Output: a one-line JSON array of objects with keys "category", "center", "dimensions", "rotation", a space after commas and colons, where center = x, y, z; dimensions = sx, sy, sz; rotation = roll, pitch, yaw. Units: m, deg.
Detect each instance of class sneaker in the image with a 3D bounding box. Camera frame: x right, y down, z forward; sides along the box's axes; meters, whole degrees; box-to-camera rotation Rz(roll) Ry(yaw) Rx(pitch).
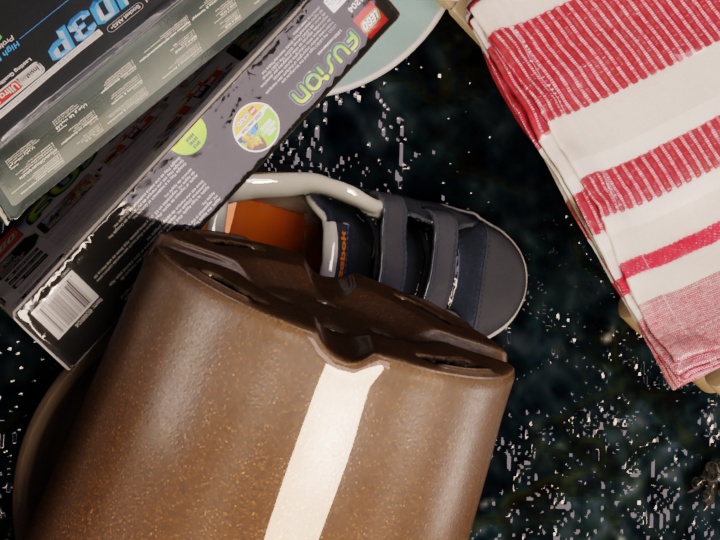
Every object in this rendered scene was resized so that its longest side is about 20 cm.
[{"category": "sneaker", "center": [0.000, 0.000, 0.984], "dimensions": [0.198, 0.079, 0.079], "rotation": [6, 86, -26]}]

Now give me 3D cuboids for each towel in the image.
[{"category": "towel", "center": [0.151, -0.066, 0.941], "dimensions": [0.143, 0.023, 0.201], "rotation": [-27, 74, -6]}]

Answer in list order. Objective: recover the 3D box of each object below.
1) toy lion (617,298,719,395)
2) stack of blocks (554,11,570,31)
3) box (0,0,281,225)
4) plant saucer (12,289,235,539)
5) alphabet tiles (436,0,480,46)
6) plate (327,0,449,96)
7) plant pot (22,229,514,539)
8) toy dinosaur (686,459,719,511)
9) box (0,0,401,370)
[{"category": "toy lion", "center": [0.222, -0.020, 1.026], "dimensions": [0.069, 0.200, 0.192], "rotation": [39, 93, -17]}, {"category": "stack of blocks", "center": [0.164, -0.136, 1.054], "dimensions": [0.200, 0.058, 0.115], "rotation": [-49, 112, -25]}, {"category": "box", "center": [-0.118, -0.138, 0.883], "dimensions": [0.200, 0.046, 0.159], "rotation": [-41, 61, -11]}, {"category": "plant saucer", "center": [-0.053, 0.095, 0.945], "dimensions": [0.198, 0.030, 0.202], "rotation": [-4, 112, -9]}, {"category": "alphabet tiles", "center": [0.105, -0.167, 1.056], "dimensions": [0.200, 0.006, 0.167], "rotation": [44, 66, -24]}, {"category": "plate", "center": [-0.039, -0.179, 0.997], "dimensions": [0.199, 0.026, 0.202], "rotation": [1, 88, -25]}, {"category": "plant pot", "center": [-0.040, 0.102, 0.841], "dimensions": [0.199, 0.200, 0.200], "rotation": [17, 100, -23]}, {"category": "toy dinosaur", "center": [0.218, 0.088, 1.099], "dimensions": [0.088, 0.047, 0.202], "rotation": [13, 83, -38]}, {"category": "box", "center": [-0.078, -0.052, 0.912], "dimensions": [0.200, 0.110, 0.035], "rotation": [-47, 111, -7]}]
